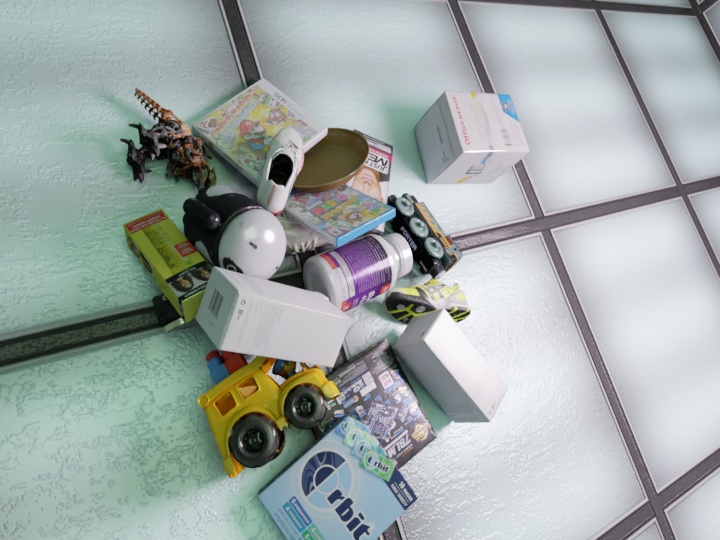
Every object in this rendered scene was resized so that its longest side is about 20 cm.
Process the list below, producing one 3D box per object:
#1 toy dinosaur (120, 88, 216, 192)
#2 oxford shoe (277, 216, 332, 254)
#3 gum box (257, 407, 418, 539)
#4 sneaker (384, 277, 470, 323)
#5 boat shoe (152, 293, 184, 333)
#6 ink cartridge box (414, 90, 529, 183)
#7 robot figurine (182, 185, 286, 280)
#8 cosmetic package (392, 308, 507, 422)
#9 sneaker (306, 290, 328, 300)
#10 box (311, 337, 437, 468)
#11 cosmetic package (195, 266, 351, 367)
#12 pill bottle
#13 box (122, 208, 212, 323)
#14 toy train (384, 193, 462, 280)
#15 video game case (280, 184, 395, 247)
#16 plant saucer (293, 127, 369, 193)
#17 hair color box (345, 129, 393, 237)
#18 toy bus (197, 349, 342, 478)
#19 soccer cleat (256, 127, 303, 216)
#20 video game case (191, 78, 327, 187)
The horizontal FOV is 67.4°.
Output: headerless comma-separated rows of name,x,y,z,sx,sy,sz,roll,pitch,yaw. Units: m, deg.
toy dinosaur,-0.335,-0.219,0.942,0.199,0.104,0.135,40,42,13
oxford shoe,-0.107,-0.058,0.991,0.192,0.076,0.060,4,62,-18
gum box,-0.035,0.352,0.848,0.198,0.045,0.172,-38,88,-11
sneaker,0.129,0.058,1.078,0.194,0.076,0.079,10,51,-30
boat shoe,-0.240,0.031,0.888,0.197,0.073,0.065,-25,90,-27
ink cartridge box,0.246,-0.296,1.219,0.193,0.144,0.153,-6,72,-28
robot figurine,-0.205,-0.057,0.862,0.147,0.129,0.197,-18,38,-42
cosmetic package,0.164,0.181,0.998,0.202,0.107,0.085,51,58,-11
sneaker,-0.143,0.091,0.909,0.192,0.078,0.103,-12,90,-5
box,0.014,0.257,0.946,0.196,0.049,0.203,-27,87,-30
cosmetic package,-0.124,0.069,0.787,0.196,0.107,0.087,19,97,-38
pill bottle,0.000,0.000,1.001,0.196,0.111,0.114,-23,81,-31
box,-0.291,-0.012,0.841,0.074,0.051,0.199,-27,55,-30
toy train,0.123,-0.072,1.100,0.112,0.086,0.203,-11,60,-46
video game case,-0.052,-0.113,0.968,0.141,0.018,0.197,-29,42,-32
plant saucer,-0.076,-0.206,1.035,0.192,0.036,0.204,-6,44,6
hair color box,0.005,-0.172,1.099,0.096,0.060,0.207,17,65,-20
toy bus,-0.149,0.181,0.828,0.196,0.136,0.195,-32,77,-9
soccer cleat,-0.131,-0.186,0.926,0.067,0.086,0.205,21,52,-12
video game case,-0.188,-0.269,1.030,0.180,0.023,0.200,38,58,11
